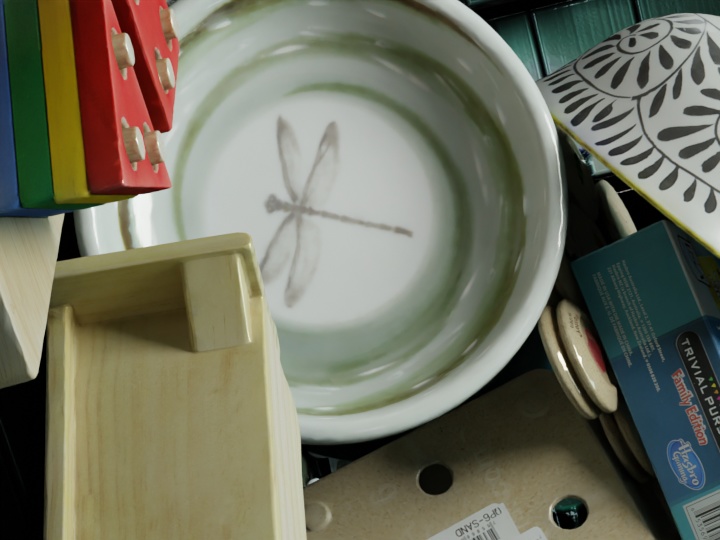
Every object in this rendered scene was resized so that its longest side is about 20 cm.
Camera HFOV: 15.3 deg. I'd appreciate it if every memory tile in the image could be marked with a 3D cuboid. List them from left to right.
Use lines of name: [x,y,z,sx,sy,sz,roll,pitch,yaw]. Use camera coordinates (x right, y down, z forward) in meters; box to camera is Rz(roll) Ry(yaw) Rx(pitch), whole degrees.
memory tile: [0.104,0.010,1.167,0.153,0.017,0.201,50,21,-43]

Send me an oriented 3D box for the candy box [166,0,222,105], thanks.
candy box: [-0.095,-0.142,1.188,0.200,0.061,0.137,-92,166,-61]

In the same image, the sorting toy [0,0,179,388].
sorting toy: [-0.116,-0.100,0.904,0.199,0.069,0.201,-91,167,-59]

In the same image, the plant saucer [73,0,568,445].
plant saucer: [-0.016,-0.025,1.089,0.050,0.198,0.202,104,-24,-76]

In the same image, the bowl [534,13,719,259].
bowl: [0.173,-0.051,1.138,0.200,0.094,0.201,37,8,-6]

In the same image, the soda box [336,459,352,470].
soda box: [0.023,0.176,1.323,0.068,0.064,0.201,-43,-147,47]

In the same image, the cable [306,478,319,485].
cable: [0.020,0.206,1.462,0.200,0.069,0.201,68,11,-53]

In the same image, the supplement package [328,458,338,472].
supplement package: [0.080,0.080,1.638,0.114,0.198,0.110,42,37,-80]

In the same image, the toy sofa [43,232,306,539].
toy sofa: [-0.064,0.091,0.923,0.201,0.082,0.098,-96,175,-45]

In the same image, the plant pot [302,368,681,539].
plant pot: [0.064,0.159,1.152,0.201,0.199,0.177,61,-4,33]

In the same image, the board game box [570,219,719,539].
board game box: [0.165,0.069,1.159,0.200,0.047,0.152,20,47,-68]

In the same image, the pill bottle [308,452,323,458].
pill bottle: [0.055,0.033,1.526,0.111,0.198,0.112,-14,90,-83]

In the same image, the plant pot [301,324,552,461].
plant pot: [0.000,0.000,1.229,0.188,0.198,0.202,-26,103,-75]
